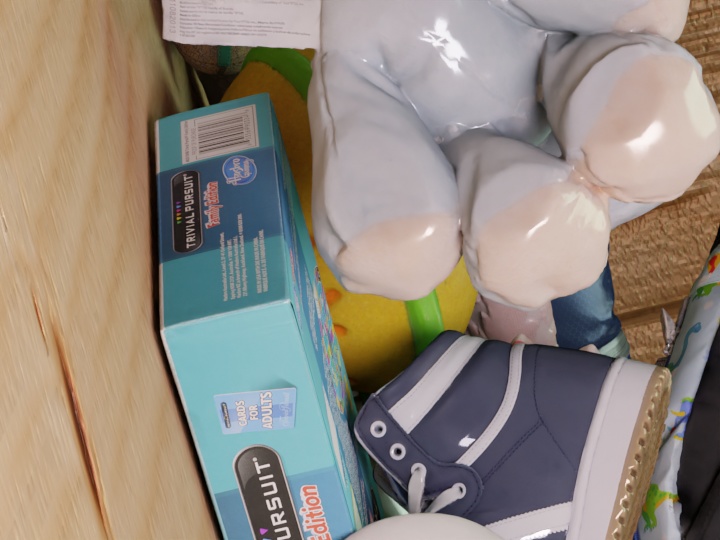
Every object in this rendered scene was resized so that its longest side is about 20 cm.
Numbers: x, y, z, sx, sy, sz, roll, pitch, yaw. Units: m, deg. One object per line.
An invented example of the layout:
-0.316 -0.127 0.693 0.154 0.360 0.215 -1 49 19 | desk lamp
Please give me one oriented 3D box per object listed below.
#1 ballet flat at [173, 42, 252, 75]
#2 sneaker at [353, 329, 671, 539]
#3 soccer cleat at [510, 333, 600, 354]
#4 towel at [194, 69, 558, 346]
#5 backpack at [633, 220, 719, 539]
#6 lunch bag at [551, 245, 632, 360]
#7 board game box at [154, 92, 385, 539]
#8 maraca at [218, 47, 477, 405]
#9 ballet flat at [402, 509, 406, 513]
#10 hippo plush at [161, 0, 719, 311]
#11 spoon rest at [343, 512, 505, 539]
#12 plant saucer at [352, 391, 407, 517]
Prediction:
-0.063 -0.149 1.292 0.200 0.068 0.068 -86 178 -56 | ballet flat
0.037 0.115 1.088 0.070 0.108 0.201 76 32 -65 | sneaker
0.076 0.110 1.245 0.201 0.066 0.077 86 17 -50 | soccer cleat
0.012 -0.009 1.311 0.191 0.032 0.201 26 -36 38 | towel
0.177 0.087 1.176 0.154 0.163 0.200 -52 -170 40 | backpack
0.047 0.028 1.532 0.200 0.135 0.133 22 -50 63 | lunch bag
-0.028 0.060 1.065 0.151 0.047 0.201 -97 174 -60 | board game box
0.000 0.000 1.189 0.201 0.107 0.137 68 -14 -15 | maraca
0.008 0.159 1.371 0.063 0.068 0.201 -5 -83 65 | ballet flat
0.040 -0.050 1.060 0.161 0.199 0.160 52 51 -70 | hippo plush
0.016 0.183 0.997 0.061 0.099 0.201 169 -72 -67 | spoon rest
0.018 0.145 1.271 0.200 0.050 0.201 54 20 -30 | plant saucer
